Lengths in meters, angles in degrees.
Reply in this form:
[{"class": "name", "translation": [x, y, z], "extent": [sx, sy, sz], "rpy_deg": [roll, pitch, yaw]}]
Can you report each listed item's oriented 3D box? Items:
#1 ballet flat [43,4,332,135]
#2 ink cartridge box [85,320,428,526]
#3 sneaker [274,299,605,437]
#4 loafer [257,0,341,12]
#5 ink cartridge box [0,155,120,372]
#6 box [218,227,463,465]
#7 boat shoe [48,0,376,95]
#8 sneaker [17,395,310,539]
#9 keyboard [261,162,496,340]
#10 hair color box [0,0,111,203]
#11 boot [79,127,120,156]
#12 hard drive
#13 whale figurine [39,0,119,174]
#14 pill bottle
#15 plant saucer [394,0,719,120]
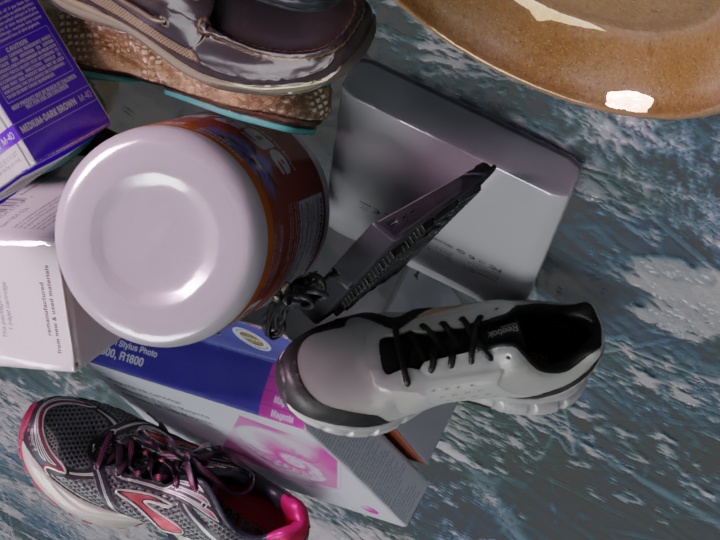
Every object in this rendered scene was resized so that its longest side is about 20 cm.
[{"class": "ballet flat", "translation": [-0.104, -0.122, 1.190], "extent": [0.199, 0.066, 0.070], "rpy_deg": [13, -172, 15]}, {"class": "ink cartridge box", "translation": [-0.081, 0.084, 1.433], "extent": [0.196, 0.043, 0.200], "rpy_deg": [14, 158, 37]}, {"class": "sneaker", "translation": [0.048, 0.045, 1.289], "extent": [0.199, 0.074, 0.080], "rpy_deg": [-6, 159, -20]}, {"class": "loafer", "translation": [-0.091, -0.183, 1.023], "extent": [0.199, 0.073, 0.072], "rpy_deg": [15, 151, 7]}, {"class": "ink cartridge box", "translation": [-0.222, -0.010, 1.343], "extent": [0.199, 0.145, 0.085], "rpy_deg": [4, 112, 25]}, {"class": "box", "translation": [-0.040, 0.034, 1.460], "extent": [0.199, 0.098, 0.124], "rpy_deg": [14, 157, 34]}, {"class": "boat shoe", "translation": [-0.088, -0.144, 1.100], "extent": [0.199, 0.075, 0.073], "rpy_deg": [19, 160, 21]}, {"class": "sneaker", "translation": [-0.123, 0.130, 1.446], "extent": [0.199, 0.081, 0.075], "rpy_deg": [25, 148, -10]}, {"class": "keyboard", "translation": [0.000, 0.000, 1.208], "extent": [0.021, 0.127, 0.200], "rpy_deg": [59, 163, 6]}, {"class": "hair color box", "translation": [-0.226, -0.132, 1.169], "extent": [0.109, 0.065, 0.201], "rpy_deg": [-28, 93, 47]}, {"class": "boot", "translation": [-0.177, -0.054, 1.458], "extent": [0.200, 0.075, 0.097], "rpy_deg": [44, 172, 4]}, {"class": "hard drive", "translation": [0.046, -0.042, 1.255], "extent": [0.131, 0.027, 0.200], "rpy_deg": [26, 162, 5]}, {"class": "whale figurine", "translation": [-0.224, -0.126, 1.283], "extent": [0.158, 0.104, 0.200], "rpy_deg": [17, 158, 29]}, {"class": "pill bottle", "translation": [-0.080, -0.029, 1.211], "extent": [0.112, 0.113, 0.200], "rpy_deg": [25, -167, 8]}, {"class": "plant saucer", "translation": [0.083, -0.134, 0.948], "extent": [0.199, 0.036, 0.200], "rpy_deg": [25, 161, 9]}]
